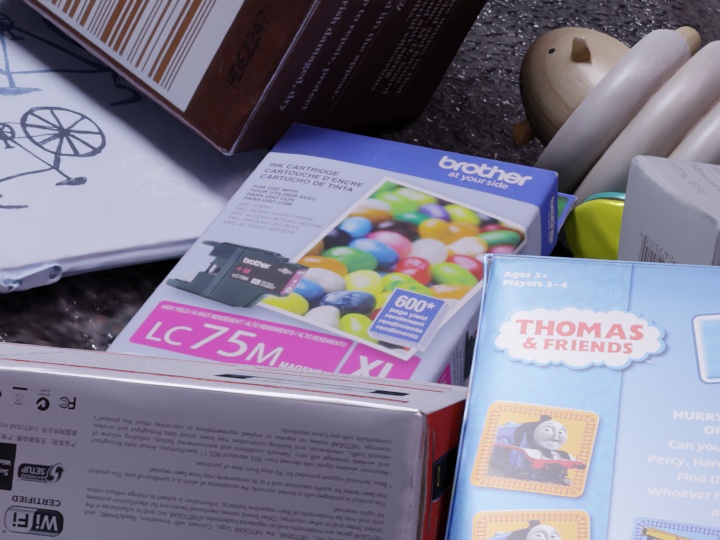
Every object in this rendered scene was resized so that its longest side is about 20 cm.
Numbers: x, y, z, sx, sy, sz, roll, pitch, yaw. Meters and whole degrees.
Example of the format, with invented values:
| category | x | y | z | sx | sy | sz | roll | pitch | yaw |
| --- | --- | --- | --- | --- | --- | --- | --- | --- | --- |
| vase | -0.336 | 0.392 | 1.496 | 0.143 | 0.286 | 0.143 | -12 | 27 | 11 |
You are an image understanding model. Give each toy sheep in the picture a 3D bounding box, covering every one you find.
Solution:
| category | x | y | z | sx | sy | sz | roll | pitch | yaw |
| --- | --- | --- | --- | --- | --- | --- | --- | --- | --- |
| toy sheep | 0.151 | -0.037 | 0.994 | 0.200 | 0.138 | 0.138 | 39 | 34 | 9 |

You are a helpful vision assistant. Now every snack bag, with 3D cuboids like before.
| category | x | y | z | sx | sy | sz | roll | pitch | yaw |
| --- | --- | --- | --- | --- | --- | --- | --- | --- | --- |
| snack bag | -0.130 | -0.061 | 0.935 | 0.188 | 0.021 | 0.200 | -10 | 46 | -42 |

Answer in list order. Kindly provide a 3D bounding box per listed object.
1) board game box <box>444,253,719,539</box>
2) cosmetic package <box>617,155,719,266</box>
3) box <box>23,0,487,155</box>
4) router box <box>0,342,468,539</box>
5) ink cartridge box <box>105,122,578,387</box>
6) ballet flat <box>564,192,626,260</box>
| category | x | y | z | sx | sy | sz | roll | pitch | yaw |
| --- | --- | --- | --- | --- | --- | --- | --- | --- | --- |
| board game box | 0.097 | 0.078 | 0.585 | 0.151 | 0.037 | 0.200 | 3 | 46 | 9 |
| cosmetic package | 0.204 | 0.017 | 0.831 | 0.199 | 0.081 | 0.113 | 5 | 15 | -12 |
| box | -0.036 | -0.170 | 0.985 | 0.166 | 0.164 | 0.200 | 37 | 22 | 15 |
| router box | -0.069 | 0.051 | 0.651 | 0.199 | 0.049 | 0.179 | 5 | -1 | 9 |
| ink cartridge box | 0.000 | 0.000 | 0.857 | 0.119 | 0.042 | 0.200 | 12 | 36 | 20 |
| ballet flat | 0.168 | 0.038 | 0.912 | 0.200 | 0.067 | 0.067 | 28 | 56 | -4 |
